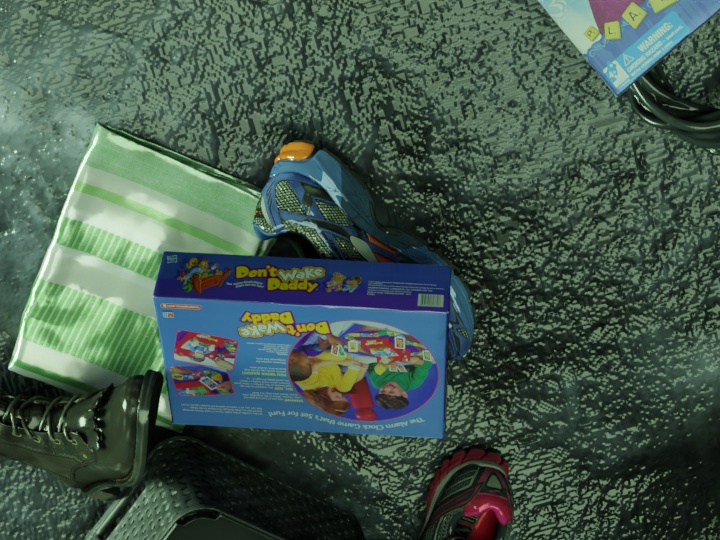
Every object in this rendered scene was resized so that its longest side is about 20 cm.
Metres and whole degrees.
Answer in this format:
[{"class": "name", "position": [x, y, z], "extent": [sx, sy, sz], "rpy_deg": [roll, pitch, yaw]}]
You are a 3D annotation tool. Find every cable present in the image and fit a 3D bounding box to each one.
[{"class": "cable", "position": [0.255, -0.180, 1.186], "extent": [0.162, 0.051, 0.201], "rpy_deg": [-4, 103, 8]}]

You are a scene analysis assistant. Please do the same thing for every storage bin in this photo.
[{"class": "storage bin", "position": [-0.093, 0.230, 1.285], "extent": [0.199, 0.094, 0.135], "rpy_deg": [30, 106, -29]}]

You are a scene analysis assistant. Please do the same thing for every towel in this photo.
[{"class": "towel", "position": [-0.157, 0.011, 1.251], "extent": [0.152, 0.023, 0.201], "rpy_deg": [21, 108, -13]}]

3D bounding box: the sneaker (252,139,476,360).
[{"class": "sneaker", "position": [0.000, 0.000, 1.224], "extent": [0.200, 0.075, 0.079], "rpy_deg": [42, 71, -11]}]

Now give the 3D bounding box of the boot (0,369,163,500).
[{"class": "boot", "position": [-0.240, 0.106, 1.216], "extent": [0.173, 0.070, 0.200], "rpy_deg": [18, 149, -15]}]

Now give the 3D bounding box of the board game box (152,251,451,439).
[{"class": "board game box", "position": [-0.038, 0.054, 1.198], "extent": [0.199, 0.045, 0.135], "rpy_deg": [3, 136, 4]}]

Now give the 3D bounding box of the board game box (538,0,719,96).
[{"class": "board game box", "position": [0.183, -0.255, 1.132], "extent": [0.200, 0.041, 0.200], "rpy_deg": [-41, 90, 12]}]

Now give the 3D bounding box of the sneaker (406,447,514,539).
[{"class": "sneaker", "position": [0.064, 0.238, 1.336], "extent": [0.080, 0.075, 0.201], "rpy_deg": [12, 111, -10]}]
